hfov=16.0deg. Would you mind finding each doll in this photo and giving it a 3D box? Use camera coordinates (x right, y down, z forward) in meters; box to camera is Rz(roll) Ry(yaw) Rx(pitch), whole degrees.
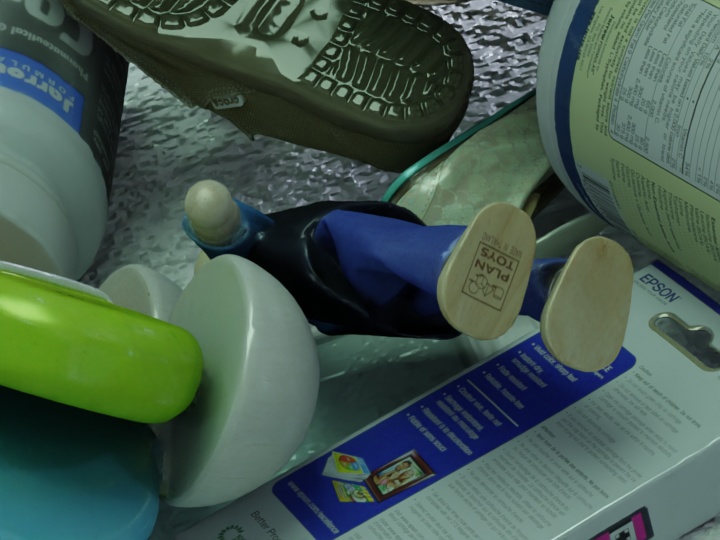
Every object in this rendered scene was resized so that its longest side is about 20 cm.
[{"bbox_3d":[0.000,0.000,0.867,0.200,0.136,0.048,2,75,59],"label":"doll"}]

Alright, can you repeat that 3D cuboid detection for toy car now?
[{"bbox_3d":[-0.124,0.054,0.841,0.200,0.175,0.150,-4,71,64],"label":"toy car"}]

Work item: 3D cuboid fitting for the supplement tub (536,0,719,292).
[{"bbox_3d":[0.170,-0.047,0.859,0.145,0.145,0.200,-32,39,-20],"label":"supplement tub"}]

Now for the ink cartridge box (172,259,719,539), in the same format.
[{"bbox_3d":[0.046,0.072,0.846,0.200,0.037,0.095,-31,37,-14],"label":"ink cartridge box"}]

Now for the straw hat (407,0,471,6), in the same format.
[{"bbox_3d":[-0.008,-0.163,1.122,0.201,0.085,0.201,8,51,-11],"label":"straw hat"}]

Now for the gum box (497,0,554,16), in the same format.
[{"bbox_3d":[0.123,-0.168,0.924,0.200,0.045,0.170,-36,-12,17],"label":"gum box"}]

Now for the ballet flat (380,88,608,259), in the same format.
[{"bbox_3d":[0.091,-0.052,0.984,0.200,0.067,0.062,-40,71,-23],"label":"ballet flat"}]

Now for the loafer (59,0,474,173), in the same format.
[{"bbox_3d":[-0.046,-0.089,0.995,0.200,0.067,0.076,31,63,23],"label":"loafer"}]

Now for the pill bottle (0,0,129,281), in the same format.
[{"bbox_3d":[-0.153,-0.051,1.020,0.114,0.114,0.200,-11,37,8],"label":"pill bottle"}]
